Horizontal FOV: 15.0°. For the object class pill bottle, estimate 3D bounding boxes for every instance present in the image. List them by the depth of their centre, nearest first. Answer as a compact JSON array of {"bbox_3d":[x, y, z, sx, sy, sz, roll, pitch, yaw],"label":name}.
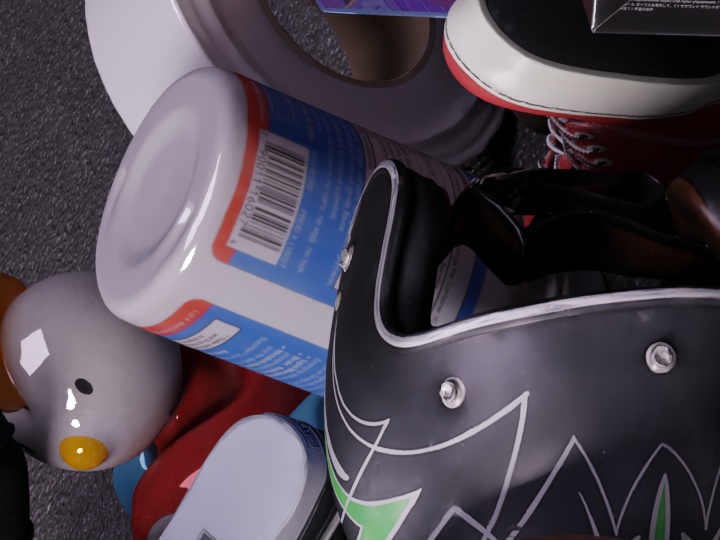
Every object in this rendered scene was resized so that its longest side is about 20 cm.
[{"bbox_3d":[0.000,0.000,1.141,0.112,0.200,0.113,-42,36,41],"label":"pill bottle"}]

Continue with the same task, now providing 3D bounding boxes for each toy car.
[{"bbox_3d":[-0.109,0.071,1.295,0.184,0.200,0.177,-47,33,37],"label":"toy car"}]

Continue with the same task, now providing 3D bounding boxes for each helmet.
[{"bbox_3d":[0.078,0.055,0.965,0.200,0.200,0.191,-52,32,29],"label":"helmet"}]

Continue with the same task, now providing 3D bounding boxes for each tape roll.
[{"bbox_3d":[-0.026,-0.114,1.281,0.071,0.202,0.203,-38,39,45],"label":"tape roll"}]

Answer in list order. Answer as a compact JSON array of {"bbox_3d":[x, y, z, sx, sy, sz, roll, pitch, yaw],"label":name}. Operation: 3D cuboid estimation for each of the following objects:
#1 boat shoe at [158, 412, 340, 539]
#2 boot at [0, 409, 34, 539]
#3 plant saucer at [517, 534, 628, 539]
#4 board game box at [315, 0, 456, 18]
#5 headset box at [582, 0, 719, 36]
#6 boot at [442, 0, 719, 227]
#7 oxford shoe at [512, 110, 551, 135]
[{"bbox_3d":[-0.071,0.151,1.207,0.074,0.068,0.200,36,97,34],"label":"boat shoe"},{"bbox_3d":[-0.158,0.151,1.263,0.073,0.163,0.198,-36,3,-18],"label":"boot"},{"bbox_3d":[0.094,0.153,0.879,0.200,0.200,0.035,-36,15,47],"label":"plant saucer"},{"bbox_3d":[0.068,-0.172,1.191,0.199,0.039,0.158,6,44,32],"label":"board game box"},{"bbox_3d":[0.147,-0.154,0.993,0.200,0.148,0.077,-94,7,-62],"label":"headset box"},{"bbox_3d":[0.082,-0.053,1.050,0.144,0.200,0.073,-48,61,35],"label":"boot"},{"bbox_3d":[0.071,-0.131,1.257,0.200,0.072,0.085,-96,20,-56],"label":"oxford shoe"}]
